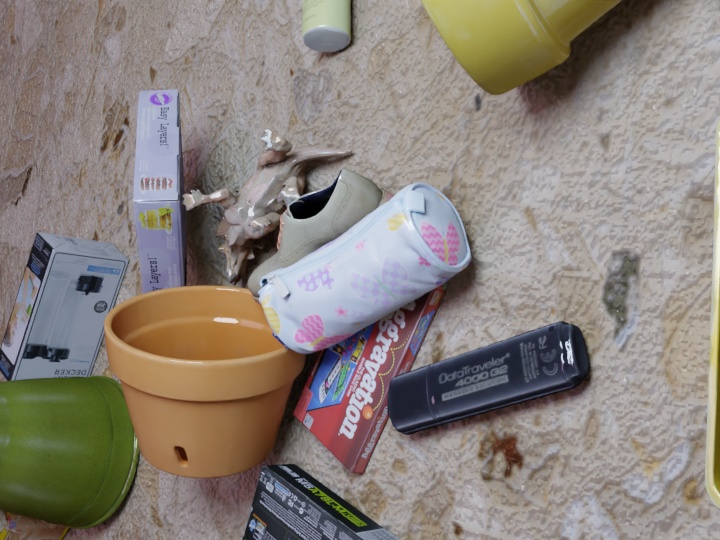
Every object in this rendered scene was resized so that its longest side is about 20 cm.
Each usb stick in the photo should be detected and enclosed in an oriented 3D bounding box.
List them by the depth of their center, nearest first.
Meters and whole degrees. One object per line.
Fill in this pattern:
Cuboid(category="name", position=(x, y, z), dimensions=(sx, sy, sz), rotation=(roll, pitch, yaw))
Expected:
Cuboid(category="usb stick", position=(0.098, 0.092, 0.740), dimensions=(0.200, 0.033, 0.056), rotation=(-25, 59, 41))

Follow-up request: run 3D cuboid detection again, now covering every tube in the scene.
Cuboid(category="tube", position=(-0.037, -0.332, 0.948), dimensions=(0.058, 0.052, 0.201), rotation=(-1, 74, 5))

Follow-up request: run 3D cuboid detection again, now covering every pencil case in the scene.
Cuboid(category="pencil case", position=(0.000, 0.000, 0.790), dimensions=(0.200, 0.091, 0.083), rotation=(-29, 23, 35))

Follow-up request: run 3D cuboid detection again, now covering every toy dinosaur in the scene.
Cuboid(category="toy dinosaur", position=(-0.099, -0.080, 0.948), dimensions=(0.200, 0.136, 0.086), rotation=(-41, 85, 7))

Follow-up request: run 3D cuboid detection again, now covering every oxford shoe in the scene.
Cuboid(category="oxford shoe", position=(-0.055, -0.036, 0.879), dimensions=(0.200, 0.074, 0.071), rotation=(-37, 28, 32))

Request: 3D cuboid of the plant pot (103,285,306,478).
Cuboid(category="plant pot", position=(-0.154, 0.113, 0.899), dimensions=(0.200, 0.199, 0.141), rotation=(25, 117, 46))

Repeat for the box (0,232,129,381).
Cuboid(category="box", position=(-0.405, 0.057, 1.215), dimensions=(0.060, 0.116, 0.201), rotation=(34, 106, 41))

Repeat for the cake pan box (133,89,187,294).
Cuboid(category="cake pan box", position=(-0.221, -0.075, 1.002), dimensions=(0.185, 0.052, 0.201), rotation=(101, 164, -46))

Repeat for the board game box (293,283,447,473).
Cuboid(category="board game box", position=(0.005, 0.079, 0.850), dimensions=(0.103, 0.019, 0.201), rotation=(35, 108, 42))

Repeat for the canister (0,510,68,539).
Cuboid(category="canister", position=(-0.511, 0.348, 1.211), dimensions=(0.149, 0.199, 0.087), rotation=(-53, 50, 26))

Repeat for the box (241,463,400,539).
Cuboid(category="box", position=(-0.046, 0.312, 0.843), dimensions=(0.200, 0.047, 0.194), rotation=(22, 101, 45))

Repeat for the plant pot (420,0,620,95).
Cuboid(category="plant pot", position=(0.140, -0.261, 0.657), dimensions=(0.188, 0.201, 0.202), rotation=(-25, 65, 23))

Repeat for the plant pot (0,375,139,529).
Cuboid(category="plant pot", position=(-0.417, 0.218, 1.114), dimensions=(0.200, 0.193, 0.201), rotation=(-11, 70, 34))

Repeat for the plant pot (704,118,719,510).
Cuboid(category="plant pot", position=(0.303, 0.025, 0.432), dimensions=(0.199, 0.176, 0.201), rotation=(-2, 82, 45))
